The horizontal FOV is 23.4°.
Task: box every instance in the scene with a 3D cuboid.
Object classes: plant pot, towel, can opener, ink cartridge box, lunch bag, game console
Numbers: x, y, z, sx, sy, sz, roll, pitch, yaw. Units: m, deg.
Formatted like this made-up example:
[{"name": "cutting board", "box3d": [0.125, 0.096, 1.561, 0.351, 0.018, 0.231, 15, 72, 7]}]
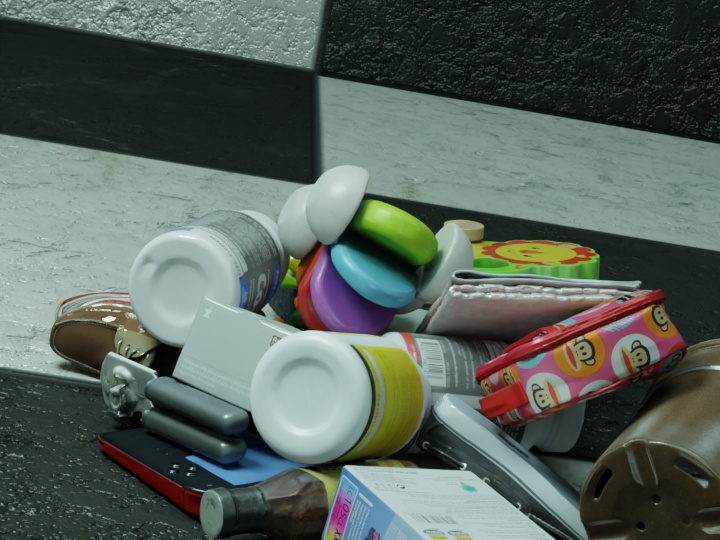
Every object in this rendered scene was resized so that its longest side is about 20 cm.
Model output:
[{"name": "plant pot", "box3d": [0.298, 0.185, 1.504, 0.199, 0.202, 0.198, 18, 26, 27]}, {"name": "towel", "box3d": [0.162, 0.048, 1.708, 0.199, 0.032, 0.191, 3, -22, -9]}, {"name": "can opener", "box3d": [-0.164, 0.121, 1.579, 0.199, 0.054, 0.067, 18, 17, 41]}, {"name": "ink cartridge box", "box3d": [0.077, 0.229, 1.373, 0.136, 0.077, 0.200, 7, 14, -32]}, {"name": "lunch bag", "box3d": [0.184, 0.088, 1.557, 0.175, 0.082, 0.200, -23, -6, -13]}, {"name": "game console", "box3d": [-0.110, 0.169, 1.562, 0.199, 0.031, 0.176, -3, 21, -41]}]

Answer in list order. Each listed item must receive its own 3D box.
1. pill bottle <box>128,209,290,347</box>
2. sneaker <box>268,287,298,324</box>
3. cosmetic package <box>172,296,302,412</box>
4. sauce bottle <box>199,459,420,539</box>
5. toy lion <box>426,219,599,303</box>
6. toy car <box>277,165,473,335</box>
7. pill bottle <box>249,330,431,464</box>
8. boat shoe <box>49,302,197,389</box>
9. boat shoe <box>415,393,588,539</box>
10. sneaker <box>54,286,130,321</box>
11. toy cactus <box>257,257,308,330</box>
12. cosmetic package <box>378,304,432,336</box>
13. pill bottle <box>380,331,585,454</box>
[{"name": "pill bottle", "box3d": [-0.144, 0.002, 1.733, 0.113, 0.115, 0.200, 14, 14, 13]}, {"name": "sneaker", "box3d": [-0.024, 0.040, 1.982, 0.199, 0.071, 0.082, 28, 35, 32]}, {"name": "cosmetic package", "box3d": [-0.080, 0.092, 1.629, 0.106, 0.091, 0.200, 22, 1, 24]}, {"name": "sauce bottle", "box3d": [-0.038, 0.194, 1.453, 0.199, 0.066, 0.066, 1, 18, -35]}, {"name": "toy lion", "box3d": [0.164, -0.005, 1.928, 0.191, 0.069, 0.200, 7, 14, 23]}, {"name": "toy car", "box3d": [0.000, 0.000, 1.730, 0.174, 0.151, 0.200, 31, -20, -15]}, {"name": "pill bottle", "box3d": [-0.008, 0.112, 1.528, 0.111, 0.113, 0.200, 17, 3, 23]}, {"name": "boat shoe", "box3d": [-0.214, 0.083, 1.719, 0.199, 0.076, 0.072, 10, 18, 5]}, {"name": "boat shoe", "box3d": [0.133, 0.195, 1.553, 0.200, 0.066, 0.070, 38, 10, 10]}, {"name": "sneaker", "box3d": [-0.230, 0.043, 1.837, 0.199, 0.078, 0.082, -1, 18, -36]}, {"name": "toy cactus", "box3d": [-0.045, 0.038, 1.868, 0.164, 0.103, 0.200, -26, 26, 5]}, {"name": "cosmetic package", "box3d": [0.060, 0.079, 1.888, 0.050, 0.083, 0.200, 16, 17, 23]}, {"name": "pill bottle", "box3d": [0.111, 0.125, 1.698, 0.199, 0.117, 0.116, 6, 16, -17]}]
